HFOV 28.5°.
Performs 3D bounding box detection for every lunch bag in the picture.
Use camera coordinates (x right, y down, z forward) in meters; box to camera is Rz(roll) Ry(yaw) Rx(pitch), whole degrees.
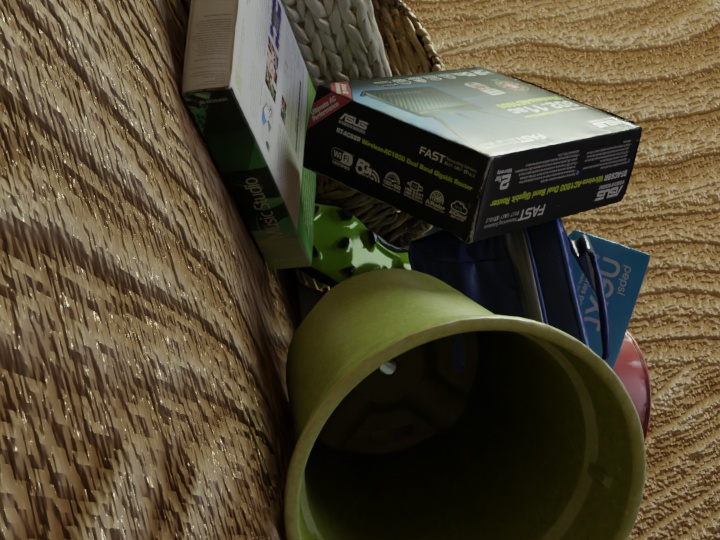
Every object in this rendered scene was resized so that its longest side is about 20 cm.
[{"bbox_3d":[0.117,0.040,1.047,0.136,0.132,0.200,-19,98,-83],"label":"lunch bag"}]

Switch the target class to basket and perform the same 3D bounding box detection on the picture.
[{"bbox_3d":[0.015,-0.118,1.196,0.149,0.143,0.200,64,11,-56],"label":"basket"},{"bbox_3d":[-0.058,-0.210,1.065,0.200,0.123,0.136,67,7,-59],"label":"basket"}]

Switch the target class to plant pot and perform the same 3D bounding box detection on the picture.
[{"bbox_3d":[0.036,0.089,0.828,0.184,0.200,0.201,-127,-162,-66],"label":"plant pot"}]

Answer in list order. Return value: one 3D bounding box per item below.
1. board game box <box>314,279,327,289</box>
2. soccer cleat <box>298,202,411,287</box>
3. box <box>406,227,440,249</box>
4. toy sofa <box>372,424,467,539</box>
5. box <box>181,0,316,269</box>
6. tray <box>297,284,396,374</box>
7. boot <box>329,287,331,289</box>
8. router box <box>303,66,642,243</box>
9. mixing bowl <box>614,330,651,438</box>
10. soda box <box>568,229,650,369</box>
[{"bbox_3d":[-0.058,-0.072,1.230,0.200,0.030,0.096,63,11,-58],"label":"board game box"},{"bbox_3d":[0.000,0.000,1.130,0.200,0.081,0.068,20,61,-37],"label":"soccer cleat"},{"bbox_3d":[0.069,0.010,1.249,0.122,0.200,0.048,40,46,-8],"label":"box"},{"bbox_3d":[0.028,0.167,0.956,0.200,0.083,0.098,-100,176,-57],"label":"toy sofa"},{"bbox_3d":[-0.068,-0.113,0.947,0.200,0.036,0.145,66,22,-54],"label":"box"},{"bbox_3d":[0.035,0.083,1.130,0.200,0.022,0.107,33,25,-27],"label":"tray"},{"bbox_3d":[-0.004,0.008,1.393,0.075,0.074,0.200,113,-39,-76],"label":"boot"},{"bbox_3d":[0.081,-0.087,0.991,0.200,0.150,0.062,-16,125,-49],"label":"router box"},{"bbox_3d":[0.149,0.122,1.269,0.108,0.200,0.200,19,41,-34],"label":"mixing bowl"},{"bbox_3d":[0.171,0.073,1.166,0.064,0.068,0.200,95,14,-83],"label":"soda box"}]
